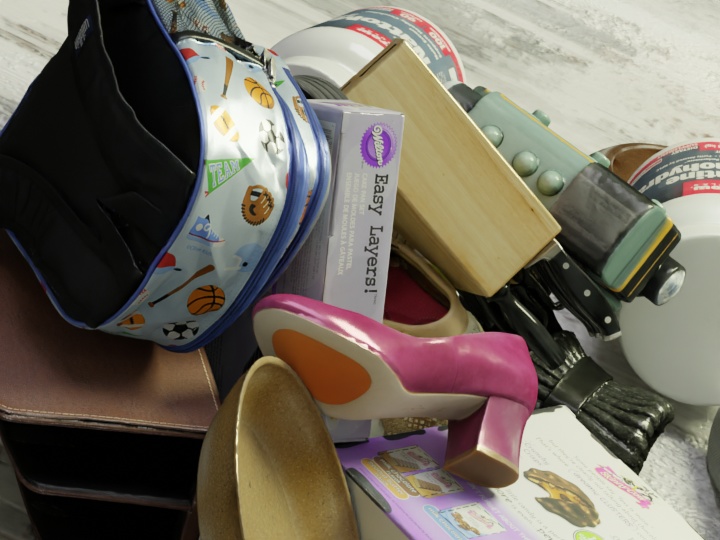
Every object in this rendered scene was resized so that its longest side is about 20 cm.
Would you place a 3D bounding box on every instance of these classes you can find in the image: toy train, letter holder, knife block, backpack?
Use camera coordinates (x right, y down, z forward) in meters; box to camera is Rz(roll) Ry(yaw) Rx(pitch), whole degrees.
[{"bbox_3d":[0.123,-0.051,1.740,0.200,0.085,0.114,40,-2,25],"label":"toy train"},{"bbox_3d":[-0.168,0.066,1.516,0.142,0.101,0.200,8,30,-20],"label":"letter holder"},{"bbox_3d":[0.074,-0.028,1.626,0.176,0.064,0.200,42,-10,29],"label":"knife block"},{"bbox_3d":[-0.109,-0.050,1.478,0.154,0.200,0.191,15,31,-29],"label":"backpack"}]

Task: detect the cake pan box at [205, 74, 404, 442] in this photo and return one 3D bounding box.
[{"bbox_3d":[-0.055,-0.015,1.578,0.052,0.200,0.184,0,9,-38],"label":"cake pan box"}]

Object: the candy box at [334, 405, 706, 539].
[{"bbox_3d":[0.089,0.163,1.554,0.200,0.072,0.168,-6,38,-41],"label":"candy box"}]

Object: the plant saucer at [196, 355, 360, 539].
[{"bbox_3d":[-0.043,0.146,1.409,0.035,0.200,0.200,-13,23,14],"label":"plant saucer"}]

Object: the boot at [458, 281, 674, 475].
[{"bbox_3d":[0.133,0.061,1.761,0.158,0.079,0.211,20,35,9],"label":"boot"}]

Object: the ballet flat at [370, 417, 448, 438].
[{"bbox_3d":[-0.030,0.067,1.671,0.200,0.071,0.065,32,56,25],"label":"ballet flat"}]

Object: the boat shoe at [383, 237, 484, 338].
[{"bbox_3d":[0.000,0.000,1.691,0.200,0.069,0.074,31,66,34],"label":"boat shoe"}]

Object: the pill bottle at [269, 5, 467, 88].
[{"bbox_3d":[-0.010,-0.106,1.789,0.120,0.120,0.200,27,19,10],"label":"pill bottle"}]

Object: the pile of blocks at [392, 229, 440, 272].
[{"bbox_3d":[0.037,-0.005,1.811,0.062,0.082,0.200,16,27,-11],"label":"pile of blocks"}]

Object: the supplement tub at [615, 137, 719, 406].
[{"bbox_3d":[0.241,0.000,1.870,0.140,0.140,0.200,21,21,-1],"label":"supplement tub"}]

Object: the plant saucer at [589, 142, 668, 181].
[{"bbox_3d":[0.257,-0.046,2.104,0.200,0.032,0.200,17,28,-10],"label":"plant saucer"}]

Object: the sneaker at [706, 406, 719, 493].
[{"bbox_3d":[0.295,0.152,1.722,0.115,0.074,0.200,13,27,-10],"label":"sneaker"}]

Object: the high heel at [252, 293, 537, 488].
[{"bbox_3d":[0.022,0.040,1.507,0.200,0.067,0.096,28,50,-27],"label":"high heel"}]
